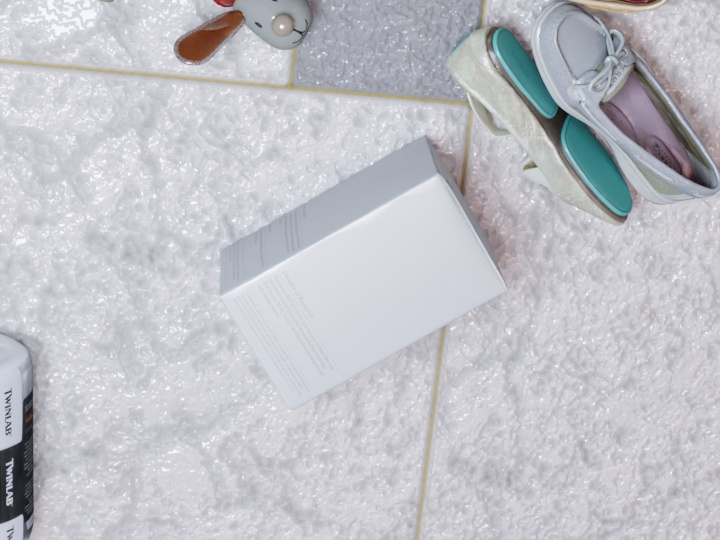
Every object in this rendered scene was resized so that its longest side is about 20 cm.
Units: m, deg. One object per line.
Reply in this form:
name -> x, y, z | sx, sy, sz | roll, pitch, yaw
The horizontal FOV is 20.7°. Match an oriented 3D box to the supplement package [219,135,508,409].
supplement package -> 0.000, 0.000, 1.582 | 0.200, 0.117, 0.117 | -29, 108, 7

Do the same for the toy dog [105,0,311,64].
toy dog -> -0.133, -0.226, 1.499 | 0.199, 0.096, 0.132 | 4, 109, -5

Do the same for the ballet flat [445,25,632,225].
ballet flat -> 0.143, -0.111, 1.593 | 0.062, 0.067, 0.200 | -28, 107, 36

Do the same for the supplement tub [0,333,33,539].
supplement tub -> -0.328, 0.158, 1.610 | 0.122, 0.123, 0.201 | 1, 108, -4

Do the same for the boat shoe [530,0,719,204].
boat shoe -> 0.212, -0.134, 1.565 | 0.074, 0.065, 0.202 | -47, 111, -21

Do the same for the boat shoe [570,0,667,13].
boat shoe -> 0.153, -0.250, 1.532 | 0.199, 0.069, 0.074 | 15, 107, -9
